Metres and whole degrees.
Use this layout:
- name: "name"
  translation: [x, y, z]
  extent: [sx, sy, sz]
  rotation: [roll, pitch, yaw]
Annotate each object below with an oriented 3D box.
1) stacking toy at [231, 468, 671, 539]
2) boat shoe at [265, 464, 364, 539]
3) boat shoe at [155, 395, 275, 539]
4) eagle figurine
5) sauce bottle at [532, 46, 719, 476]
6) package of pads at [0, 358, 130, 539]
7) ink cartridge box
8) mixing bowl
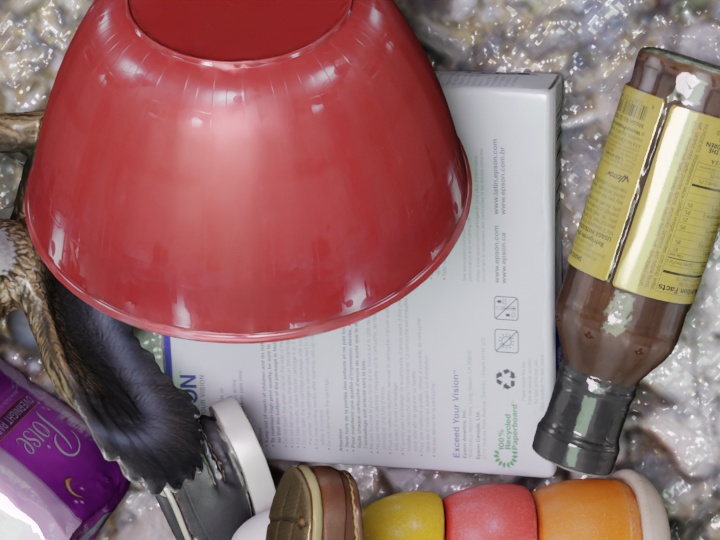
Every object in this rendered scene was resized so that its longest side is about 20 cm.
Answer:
- name: "stacking toy"
  translation: [0.037, 0.147, 1.061]
  extent: [0.200, 0.146, 0.146]
  rotation: [14, 110, -9]
- name: "boat shoe"
  translation: [-0.004, 0.176, 1.003]
  extent: [0.068, 0.072, 0.200]
  rotation: [-8, 110, -14]
- name: "boat shoe"
  translation: [-0.066, 0.152, 1.118]
  extent: [0.060, 0.074, 0.200]
  rotation: [-20, 131, -11]
- name: "eagle figurine"
  translation: [-0.164, 0.019, 1.046]
  extent: [0.152, 0.151, 0.200]
  rotation: [-17, 73, 38]
- name: "sauce bottle"
  translation: [0.128, -0.003, 1.049]
  extent: [0.065, 0.065, 0.200]
  rotation: [20, 101, 6]
- name: "package of pads"
  translation: [-0.219, 0.081, 1.133]
  extent: [0.200, 0.121, 0.076]
  rotation: [38, 111, 0]
- name: "ink cartridge box"
  translation: [0.000, 0.000, 1.102]
  extent: [0.200, 0.041, 0.200]
  rotation: [3, 107, 12]
- name: "mixing bowl"
  translation: [-0.051, -0.076, 0.964]
  extent: [0.200, 0.200, 0.108]
  rotation: [8, 133, 10]
